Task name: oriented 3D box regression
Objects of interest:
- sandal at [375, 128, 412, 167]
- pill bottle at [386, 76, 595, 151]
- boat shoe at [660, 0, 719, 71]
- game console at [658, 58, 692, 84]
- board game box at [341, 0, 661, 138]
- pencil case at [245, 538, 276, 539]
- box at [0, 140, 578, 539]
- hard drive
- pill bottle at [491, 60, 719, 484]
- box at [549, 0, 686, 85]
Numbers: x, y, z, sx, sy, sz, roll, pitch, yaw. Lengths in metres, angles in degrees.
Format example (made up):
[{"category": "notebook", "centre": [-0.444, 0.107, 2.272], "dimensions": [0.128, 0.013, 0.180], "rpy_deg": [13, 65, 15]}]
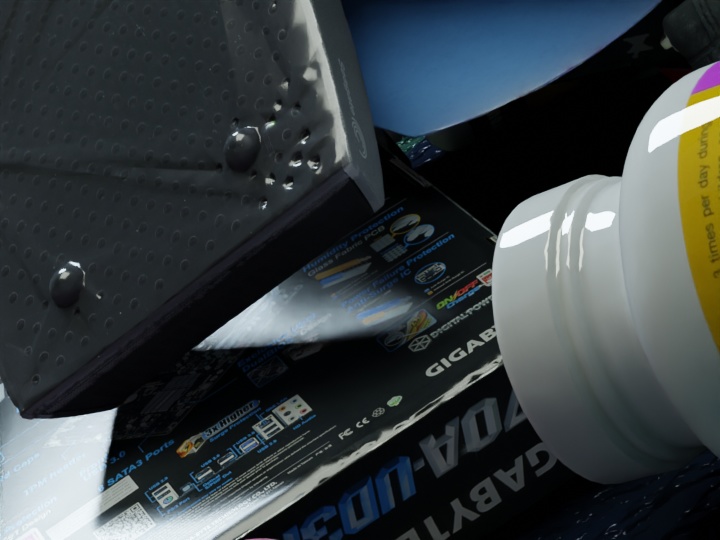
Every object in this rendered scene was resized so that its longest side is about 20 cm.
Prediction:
[{"category": "sandal", "centre": [0.000, 0.001, 1.037], "dimensions": [0.076, 0.043, 0.200], "rpy_deg": [-38, 18, 1]}, {"category": "pill bottle", "centre": [0.060, -0.120, 1.183], "dimensions": [0.199, 0.110, 0.109], "rpy_deg": [-29, 14, 2]}, {"category": "boat shoe", "centre": [0.136, -0.092, 0.906], "dimensions": [0.076, 0.060, 0.200], "rpy_deg": [-37, 8, 21]}, {"category": "game console", "centre": [0.210, -0.114, 1.034], "dimensions": [0.200, 0.031, 0.177], "rpy_deg": [-31, 14, -8]}, {"category": "board game box", "centre": [0.029, -0.089, 0.927], "dimensions": [0.200, 0.039, 0.158], "rpy_deg": [18, 55, 45]}, {"category": "pencil case", "centre": [-0.084, 0.121, 0.682], "dimensions": [0.199, 0.083, 0.086], "rpy_deg": [-19, -2, 35]}, {"category": "box", "centre": [-0.042, 0.051, 0.833], "dimensions": [0.200, 0.046, 0.159], "rpy_deg": [-34, 29, -9]}, {"category": "hard drive", "centre": [-0.066, -0.066, 0.848], "dimensions": [0.135, 0.042, 0.200], "rpy_deg": [-37, 53, 22]}, {"category": "pill bottle", "centre": [0.130, -0.011, 0.675], "dimensions": [0.199, 0.105, 0.104], "rpy_deg": [-19, 17, 33]}, {"category": "box", "centre": [0.004, -0.163, 1.085], "dimensions": [0.196, 0.118, 0.201], "rpy_deg": [-12, 54, 10]}]
